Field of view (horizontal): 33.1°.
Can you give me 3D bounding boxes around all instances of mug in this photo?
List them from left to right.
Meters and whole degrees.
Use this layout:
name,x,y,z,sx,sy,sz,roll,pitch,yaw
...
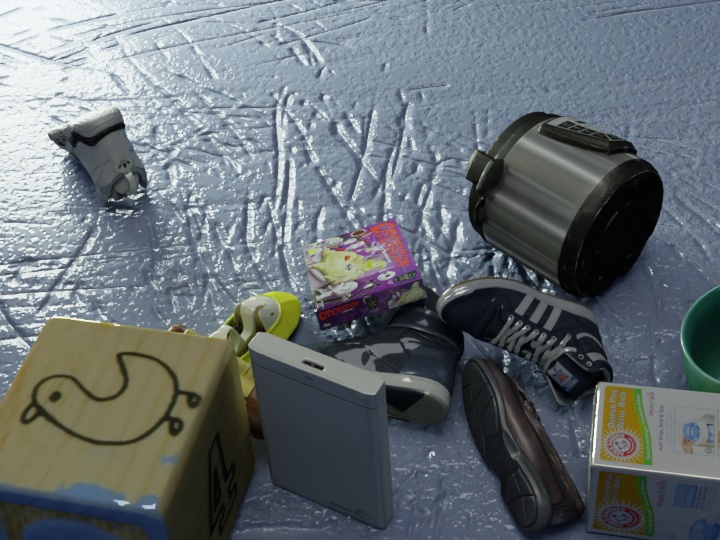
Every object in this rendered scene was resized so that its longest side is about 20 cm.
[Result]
name,x,y,z,sx,sy,sz,roll,pitch,yaw
mug,0.418,0.094,1.205,0.185,0.115,0.152,-7,44,16

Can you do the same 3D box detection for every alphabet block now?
name,x,y,z,sx,sy,sz,roll,pitch,yaw
alphabet block,-0.222,0.187,1.119,0.195,0.197,0.200,7,45,10

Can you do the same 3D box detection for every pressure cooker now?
name,x,y,z,sx,sy,sz,roll,pitch,yaw
pressure cooker,0.218,-0.084,1.381,0.179,0.176,0.200,-41,53,-20

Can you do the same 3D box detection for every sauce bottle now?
name,x,y,z,sx,sy,sz,roll,pitch,yaw
sauce bottle,-0.119,0.129,1.224,0.200,0.066,0.066,33,50,-1

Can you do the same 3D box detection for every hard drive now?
name,x,y,z,sx,sy,sz,roll,pitch,yaw
hard drive,-0.035,0.153,1.133,0.132,0.200,0.027,19,49,22

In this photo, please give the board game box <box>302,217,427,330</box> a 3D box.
name,x,y,z,sx,sy,sz,roll,pitch,yaw
board game box,0.000,0.000,1.352,0.120,0.032,0.200,-14,22,-2

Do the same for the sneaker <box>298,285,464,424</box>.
name,x,y,z,sx,sy,sz,roll,pitch,yaw
sneaker,0.011,0.079,1.292,0.202,0.077,0.146,11,50,11

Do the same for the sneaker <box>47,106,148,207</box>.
name,x,y,z,sx,sy,sz,roll,pitch,yaw
sneaker,-0.339,-0.144,1.563,0.075,0.115,0.200,-28,14,-24

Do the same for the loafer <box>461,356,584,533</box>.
name,x,y,z,sx,sy,sz,roll,pitch,yaw
loafer,0.159,0.172,1.207,0.063,0.072,0.200,0,46,-24

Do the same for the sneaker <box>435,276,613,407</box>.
name,x,y,z,sx,sy,sz,roll,pitch,yaw
sneaker,0.176,0.076,1.252,0.200,0.070,0.109,13,42,-26

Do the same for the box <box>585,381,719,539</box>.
name,x,y,z,sx,sy,sz,roll,pitch,yaw
box,0.315,0.186,1.135,0.200,0.113,0.101,6,46,11

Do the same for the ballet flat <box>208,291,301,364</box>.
name,x,y,z,sx,sy,sz,roll,pitch,yaw
ballet flat,-0.131,0.074,1.320,0.067,0.067,0.200,21,49,27
